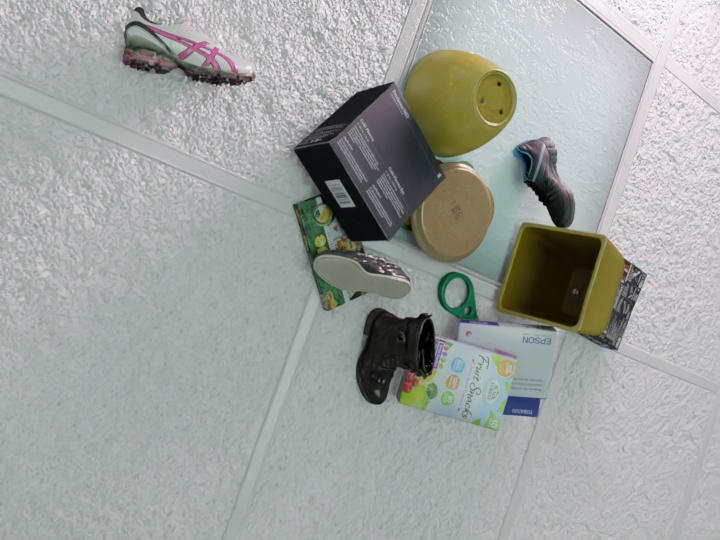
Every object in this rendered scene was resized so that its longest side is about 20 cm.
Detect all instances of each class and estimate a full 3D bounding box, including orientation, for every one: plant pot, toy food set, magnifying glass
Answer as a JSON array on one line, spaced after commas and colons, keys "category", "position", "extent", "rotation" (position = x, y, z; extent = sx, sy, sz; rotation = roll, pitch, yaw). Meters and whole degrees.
[{"category": "plant pot", "position": [0.437, 0.029, 1.445], "extent": [0.200, 0.194, 0.196], "rotation": [18, 88, -45]}, {"category": "plant pot", "position": [0.200, -0.307, 1.266], "extent": [0.200, 0.142, 0.201], "rotation": [-6, 101, -31]}, {"category": "toy food set", "position": [0.172, -0.116, 1.335], "extent": [0.198, 0.049, 0.200], "rotation": [45, 75, -28]}, {"category": "magnifying glass", "position": [0.219, 0.087, 1.413], "extent": [0.080, 0.022, 0.200], "rotation": [-43, 115, -19]}]

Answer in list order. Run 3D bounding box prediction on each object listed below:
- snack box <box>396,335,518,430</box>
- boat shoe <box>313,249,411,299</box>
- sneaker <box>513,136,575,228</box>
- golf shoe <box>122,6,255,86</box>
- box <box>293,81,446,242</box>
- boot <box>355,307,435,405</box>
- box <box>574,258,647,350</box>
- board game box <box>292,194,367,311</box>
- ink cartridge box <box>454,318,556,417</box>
[{"category": "snack box", "position": [0.185, 0.210, 1.338], "extent": [0.200, 0.053, 0.143], "rotation": [17, 92, -3]}, {"category": "boat shoe", "position": [0.000, 0.000, 1.227], "extent": [0.200, 0.057, 0.067], "rotation": [18, 124, -29]}, {"category": "sneaker", "position": [0.372, -0.173, 1.417], "extent": [0.082, 0.073, 0.200], "rotation": [-12, 75, -20]}, {"category": "golf shoe", "position": [-0.246, -0.329, 1.031], "extent": [0.200, 0.073, 0.092], "rotation": [6, 93, -32]}, {"category": "box", "position": [0.021, -0.181, 1.182], "extent": [0.182, 0.104, 0.200], "rotation": [-47, 119, -29]}, {"category": "boot", "position": [0.067, 0.162, 1.239], "extent": [0.069, 0.174, 0.201], "rotation": [-2, 98, -31]}, {"category": "box", "position": [0.566, 0.065, 1.603], "extent": [0.158, 0.050, 0.200], "rotation": [27, 83, -31]}, {"category": "board game box", "position": [-0.045, -0.039, 1.230], "extent": [0.105, 0.023, 0.200], "rotation": [-24, 109, -24]}, {"category": "ink cartridge box", "position": [0.281, 0.203, 1.395], "extent": [0.196, 0.043, 0.200], "rotation": [4, 101, -2]}]
